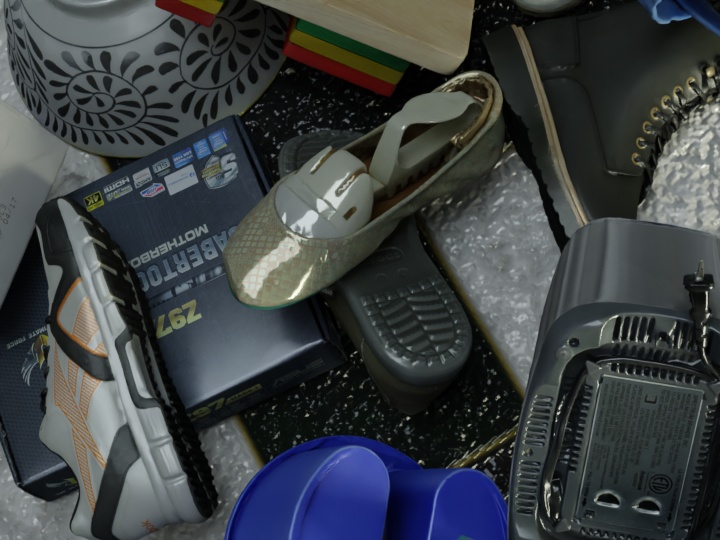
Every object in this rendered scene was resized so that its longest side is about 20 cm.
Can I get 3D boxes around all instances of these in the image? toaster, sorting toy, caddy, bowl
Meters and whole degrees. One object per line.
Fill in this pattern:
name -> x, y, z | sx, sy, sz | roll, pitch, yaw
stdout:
toaster -> 0.135, 0.060, 0.827 | 0.113, 0.201, 0.129 | 7, 27, 5
sorting toy -> -0.032, -0.210, 0.991 | 0.199, 0.070, 0.199 | 20, 53, -14
caddy -> -0.001, 0.180, 0.856 | 0.141, 0.105, 0.201 | 14, 70, -21
bowl -> -0.144, -0.179, 1.038 | 0.200, 0.094, 0.202 | -5, 71, 13

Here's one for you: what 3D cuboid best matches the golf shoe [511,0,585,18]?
golf shoe -> 0.133, -0.246, 0.993 | 0.072, 0.092, 0.201 | 21, 79, 19

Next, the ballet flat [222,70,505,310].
ballet flat -> 0.002, -0.052, 0.904 | 0.067, 0.062, 0.200 | 37, 53, 24

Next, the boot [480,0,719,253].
boot -> 0.161, -0.072, 0.935 | 0.138, 0.077, 0.201 | -20, 68, 2

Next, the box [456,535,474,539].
box -> 0.112, 0.212, 0.788 | 0.200, 0.082, 0.049 | 44, 81, -9

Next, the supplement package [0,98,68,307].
supplement package -> -0.292, -0.051, 0.979 | 0.199, 0.120, 0.122 | 6, 70, 42

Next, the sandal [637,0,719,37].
sandal -> 0.220, -0.143, 0.910 | 0.199, 0.080, 0.087 | 25, 49, -3

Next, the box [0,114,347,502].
box -> -0.127, 0.021, 0.985 | 0.199, 0.051, 0.158 | -25, 68, 5

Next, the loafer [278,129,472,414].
loafer -> 0.000, 0.000, 0.947 | 0.075, 0.070, 0.200 | -7, 48, -17

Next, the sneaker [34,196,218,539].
sneaker -> -0.147, 0.053, 0.913 | 0.080, 0.074, 0.201 | -24, 70, 7
